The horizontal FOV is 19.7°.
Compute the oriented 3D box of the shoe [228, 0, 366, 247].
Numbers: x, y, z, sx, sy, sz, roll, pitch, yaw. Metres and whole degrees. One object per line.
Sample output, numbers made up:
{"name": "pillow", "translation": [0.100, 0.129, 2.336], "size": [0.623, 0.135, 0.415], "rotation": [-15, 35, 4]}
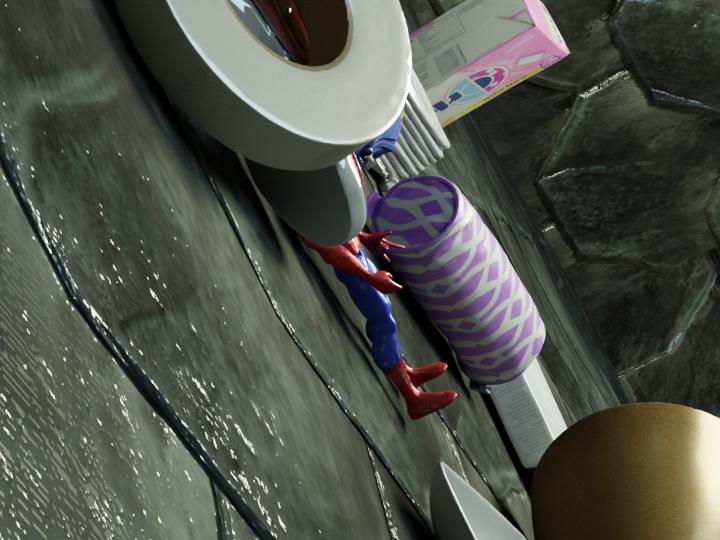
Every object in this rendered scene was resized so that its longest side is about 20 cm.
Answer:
{"name": "shoe", "translation": [-0.036, -0.116, 1.239], "size": [0.091, 0.071, 0.200], "rotation": [-31, 89, -43]}

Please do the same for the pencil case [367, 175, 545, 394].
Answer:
{"name": "pencil case", "translation": [0.079, 0.009, 1.662], "size": [0.085, 0.084, 0.200], "rotation": [22, -25, 41]}

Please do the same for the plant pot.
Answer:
{"name": "plant pot", "translation": [0.211, 0.227, 1.499], "size": [0.186, 0.186, 0.200], "rotation": [59, 21, -24]}

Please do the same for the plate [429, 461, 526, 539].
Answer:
{"name": "plate", "translation": [0.100, 0.227, 1.227], "size": [0.200, 0.032, 0.200], "rotation": [66, 10, 27]}

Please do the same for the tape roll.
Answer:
{"name": "tape roll", "translation": [-0.055, -0.152, 1.160], "size": [0.203, 0.037, 0.203], "rotation": [27, 49, -34]}

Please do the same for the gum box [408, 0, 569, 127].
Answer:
{"name": "gum box", "translation": [0.100, -0.211, 2.127], "size": [0.066, 0.200, 0.113], "rotation": [65, 16, 18]}

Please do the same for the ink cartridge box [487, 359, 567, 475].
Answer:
{"name": "ink cartridge box", "translation": [0.160, 0.146, 1.855], "size": [0.200, 0.043, 0.196], "rotation": [68, 8, 21]}

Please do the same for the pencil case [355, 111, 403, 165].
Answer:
{"name": "pencil case", "translation": [-0.016, -0.106, 1.431], "size": [0.087, 0.078, 0.200], "rotation": [45, 8, 1]}

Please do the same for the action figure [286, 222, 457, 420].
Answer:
{"name": "action figure", "translation": [0.000, 0.000, 1.306], "size": [0.200, 0.052, 0.065], "rotation": [56, 13, -25]}

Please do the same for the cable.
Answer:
{"name": "cable", "translation": [0.008, -0.176, 1.859], "size": [0.200, 0.069, 0.200], "rotation": [61, 8, -12]}
